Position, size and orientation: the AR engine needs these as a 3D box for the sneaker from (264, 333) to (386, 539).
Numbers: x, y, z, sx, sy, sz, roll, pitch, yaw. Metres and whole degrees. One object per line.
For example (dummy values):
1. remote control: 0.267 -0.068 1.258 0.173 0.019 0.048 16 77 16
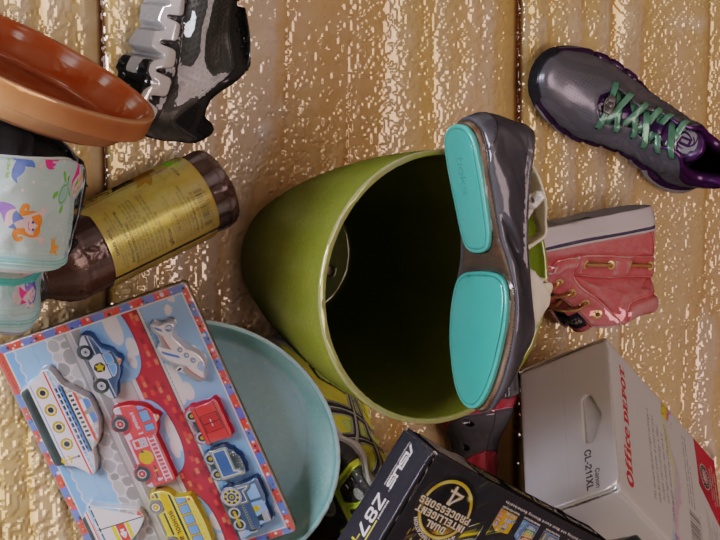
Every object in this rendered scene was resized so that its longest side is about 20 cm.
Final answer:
1. sneaker: -0.012 0.124 1.635 0.076 0.075 0.200 -24 74 -40

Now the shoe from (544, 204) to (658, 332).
1. shoe: 0.158 0.006 1.768 0.199 0.071 0.092 -11 97 -35

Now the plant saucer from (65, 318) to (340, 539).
1. plant saucer: -0.111 0.122 1.591 0.199 0.036 0.201 2 111 6

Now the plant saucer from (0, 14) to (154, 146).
1. plant saucer: -0.229 -0.129 1.441 0.200 0.200 0.032 18 105 -32

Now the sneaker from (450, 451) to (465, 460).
1. sneaker: 0.020 0.228 1.677 0.200 0.075 0.089 -43 151 -6

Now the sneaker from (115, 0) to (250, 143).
1. sneaker: -0.112 -0.180 1.584 0.090 0.066 0.201 20 90 -35

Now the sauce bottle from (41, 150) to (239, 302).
1. sauce bottle: -0.181 -0.020 1.560 0.199 0.065 0.065 -27 110 -27

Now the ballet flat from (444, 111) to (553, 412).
1. ballet flat: 0.098 -0.007 1.498 0.073 0.073 0.201 -7 98 -31

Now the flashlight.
1. flashlight: 0.097 0.166 1.752 0.068 0.068 0.201 -15 102 -64

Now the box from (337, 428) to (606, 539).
1. box: 0.068 0.223 1.594 0.200 0.049 0.162 31 93 -35

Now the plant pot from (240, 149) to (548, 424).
1. plant pot: 0.000 0.000 1.595 0.186 0.200 0.188 -5 99 -32

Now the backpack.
1. backpack: -0.263 -0.037 1.410 0.176 0.200 0.152 7 90 -10

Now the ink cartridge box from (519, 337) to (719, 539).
1. ink cartridge box: 0.207 0.171 1.755 0.200 0.082 0.146 46 33 -40

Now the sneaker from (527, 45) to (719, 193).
1. sneaker: 0.227 -0.122 1.784 0.199 0.087 0.075 26 83 -32

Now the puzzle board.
1. puzzle board: -0.151 0.119 1.567 0.150 0.017 0.201 -19 107 13

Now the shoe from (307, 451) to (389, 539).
1. shoe: -0.020 0.171 1.699 0.199 0.053 0.070 -2 118 -28
